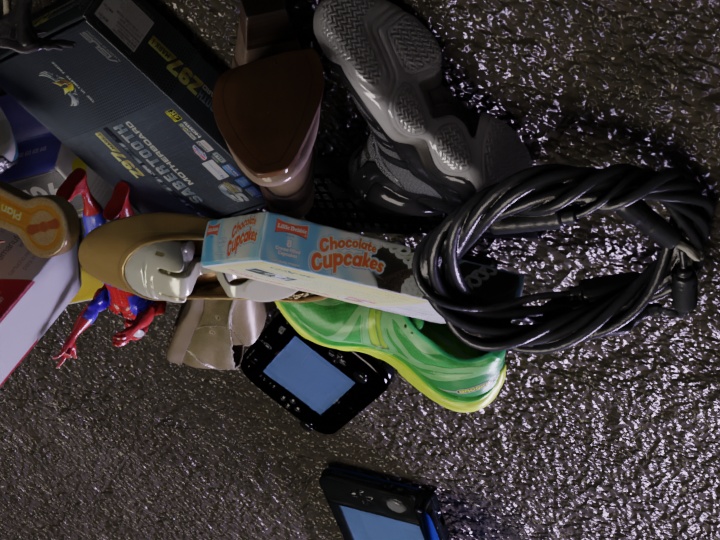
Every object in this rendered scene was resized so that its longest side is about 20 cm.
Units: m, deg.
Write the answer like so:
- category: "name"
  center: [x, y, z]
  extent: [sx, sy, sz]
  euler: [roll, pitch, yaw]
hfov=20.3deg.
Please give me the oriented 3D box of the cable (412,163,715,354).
- category: "cable"
  center: [0.134, -0.008, 1.324]
  extent: [0.199, 0.051, 0.164]
  euler: [-1, 142, -6]

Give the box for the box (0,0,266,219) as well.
- category: "box"
  center: [-0.160, -0.116, 1.468]
  extent: [0.200, 0.051, 0.157]
  euler: [44, 149, -23]

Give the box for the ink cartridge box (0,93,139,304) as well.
- category: "ink cartridge box"
  center: [-0.271, -0.052, 1.658]
  extent: [0.197, 0.047, 0.200]
  euler: [-9, 135, 46]

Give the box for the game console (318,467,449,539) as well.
- category: "game console"
  center: [0.039, 0.295, 1.852]
  extent: [0.170, 0.119, 0.200]
  euler: [11, 144, 25]

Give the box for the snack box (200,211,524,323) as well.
- category: "snack box"
  center: [0.000, 0.000, 1.406]
  extent: [0.199, 0.037, 0.116]
  euler: [13, 172, -24]

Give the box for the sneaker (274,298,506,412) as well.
- category: "sneaker"
  center: [0.025, 0.032, 1.537]
  extent: [0.199, 0.074, 0.084]
  euler: [26, 134, 1]

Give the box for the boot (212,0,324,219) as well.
- category: "boot"
  center: [-0.053, -0.087, 1.310]
  extent: [0.070, 0.201, 0.147]
  euler: [-4, 138, 2]

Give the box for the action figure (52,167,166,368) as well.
- category: "action figure"
  center: [-0.203, 0.017, 1.577]
  extent: [0.065, 0.099, 0.200]
  euler: [19, 154, 18]

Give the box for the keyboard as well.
- category: "keyboard"
  center: [0.043, -0.036, 1.463]
  extent: [0.199, 0.021, 0.127]
  euler: [3, 141, 36]

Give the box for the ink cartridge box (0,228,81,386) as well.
- category: "ink cartridge box"
  center: [-0.347, -0.003, 1.609]
  extent: [0.199, 0.146, 0.083]
  euler: [24, 142, 14]

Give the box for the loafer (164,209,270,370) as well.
- category: "loafer"
  center: [-0.101, 0.014, 1.599]
  extent: [0.067, 0.076, 0.200]
  euler: [19, 146, -9]

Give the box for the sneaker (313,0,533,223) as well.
- category: "sneaker"
  center: [0.017, -0.097, 1.336]
  extent: [0.114, 0.076, 0.200]
  euler: [-17, 129, 47]

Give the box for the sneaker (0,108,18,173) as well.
- category: "sneaker"
  center: [-0.312, -0.148, 1.463]
  extent: [0.200, 0.075, 0.087]
  euler: [50, 146, 30]

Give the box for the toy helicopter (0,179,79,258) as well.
- category: "toy helicopter"
  center: [-0.299, -0.052, 1.522]
  extent: [0.199, 0.079, 0.133]
  euler: [24, 105, 24]

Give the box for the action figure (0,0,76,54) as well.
- category: "action figure"
  center: [-0.220, -0.244, 1.285]
  extent: [0.119, 0.102, 0.201]
  euler: [-154, 59, -62]

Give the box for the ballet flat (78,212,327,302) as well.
- category: "ballet flat"
  center: [-0.111, -0.005, 1.479]
  extent: [0.199, 0.063, 0.069]
  euler: [-2, 123, -1]

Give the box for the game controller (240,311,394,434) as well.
- category: "game controller"
  center: [-0.039, 0.081, 1.657]
  extent: [0.104, 0.042, 0.200]
  euler: [30, 156, -6]
